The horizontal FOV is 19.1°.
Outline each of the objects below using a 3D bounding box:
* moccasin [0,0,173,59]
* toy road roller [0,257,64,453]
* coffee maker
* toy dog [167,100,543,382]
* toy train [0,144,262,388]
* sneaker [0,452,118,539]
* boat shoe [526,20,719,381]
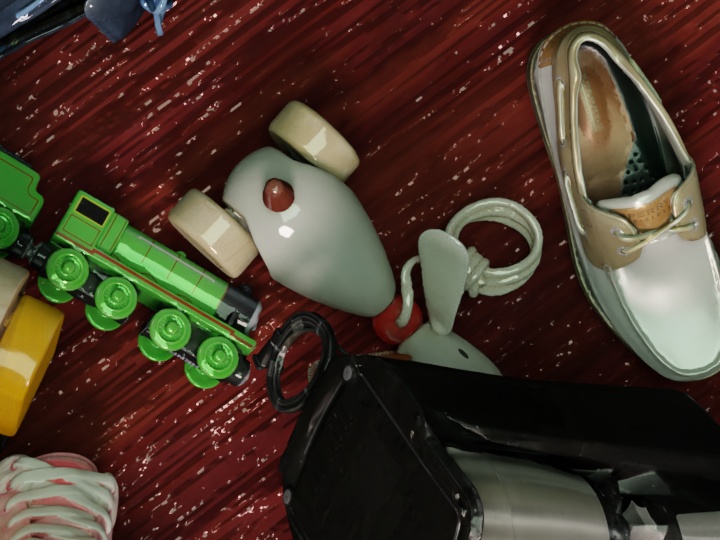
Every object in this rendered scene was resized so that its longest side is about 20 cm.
[{"bbox_3d":[-0.133,-0.145,1.092,0.199,0.080,0.069,-20,78,10],"label":"moccasin"},{"bbox_3d":[-0.229,0.069,1.027,0.122,0.200,0.147,24,68,-4],"label":"toy road roller"},{"bbox_3d":[0.077,0.101,1.019,0.199,0.135,0.193,9,53,-36],"label":"coffee maker"},{"bbox_3d":[0.000,0.000,1.084,0.199,0.096,0.132,24,91,-7],"label":"toy dog"},{"bbox_3d":[-0.137,-0.006,1.107,0.199,0.042,0.057,31,69,-9],"label":"toy train"},{"bbox_3d":[-0.154,0.135,1.036,0.075,0.200,0.105,18,77,-14],"label":"sneaker"},{"bbox_3d":[0.141,-0.032,1.111,0.074,0.068,0.201,-26,93,-3],"label":"boat shoe"}]
